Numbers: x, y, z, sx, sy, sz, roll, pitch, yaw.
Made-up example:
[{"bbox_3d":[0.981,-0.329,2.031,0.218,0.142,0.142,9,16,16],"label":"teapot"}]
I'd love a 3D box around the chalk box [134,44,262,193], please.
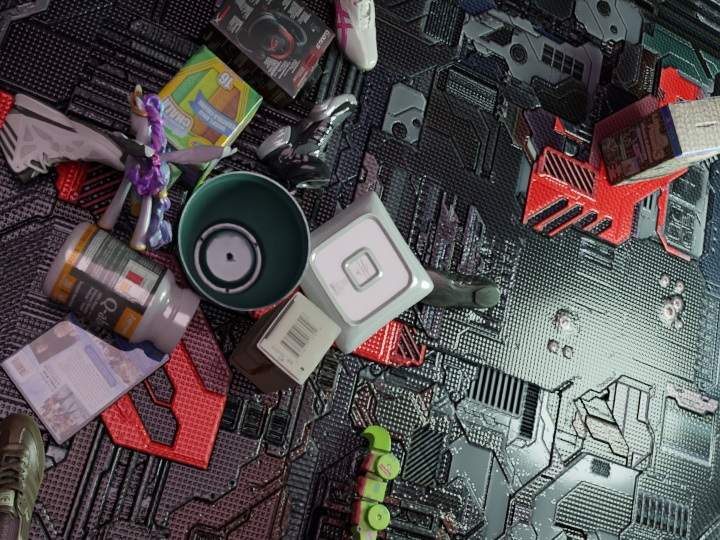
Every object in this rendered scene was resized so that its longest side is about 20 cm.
[{"bbox_3d":[-0.263,-0.213,1.173,0.124,0.123,0.202,38,68,-10],"label":"chalk box"}]

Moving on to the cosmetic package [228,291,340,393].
[{"bbox_3d":[-0.117,0.111,1.127,0.087,0.199,0.104,40,66,-8],"label":"cosmetic package"}]

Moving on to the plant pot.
[{"bbox_3d":[-0.188,-0.032,1.162,0.195,0.134,0.207,5,78,-22],"label":"plant pot"}]

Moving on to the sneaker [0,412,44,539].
[{"bbox_3d":[-0.459,0.293,1.015,0.069,0.075,0.206,4,78,-21],"label":"sneaker"}]

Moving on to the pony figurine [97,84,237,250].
[{"bbox_3d":[-0.283,-0.137,1.036,0.164,0.191,0.206,2,107,-45],"label":"pony figurine"}]

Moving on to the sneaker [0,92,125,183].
[{"bbox_3d":[-0.437,-0.165,1.119,0.196,0.076,0.118,25,81,3],"label":"sneaker"}]

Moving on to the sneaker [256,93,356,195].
[{"bbox_3d":[-0.069,-0.206,1.283,0.198,0.075,0.115,-35,94,-19],"label":"sneaker"}]

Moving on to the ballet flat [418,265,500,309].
[{"bbox_3d":[0.153,0.032,1.347,0.194,0.057,0.068,11,97,-14],"label":"ballet flat"}]

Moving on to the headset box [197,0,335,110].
[{"bbox_3d":[-0.146,-0.382,1.273,0.199,0.075,0.151,38,68,-20],"label":"headset box"}]

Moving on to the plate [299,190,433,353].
[{"bbox_3d":[0.000,0.000,1.271,0.198,0.032,0.202,-34,93,-13],"label":"plate"}]

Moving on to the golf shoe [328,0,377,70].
[{"bbox_3d":[-0.011,-0.456,1.346,0.071,0.092,0.205,-15,87,-25],"label":"golf shoe"}]

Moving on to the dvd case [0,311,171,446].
[{"bbox_3d":[-0.393,0.131,1.107,0.199,0.017,0.144,-38,96,-25],"label":"dvd case"}]

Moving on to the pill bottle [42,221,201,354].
[{"bbox_3d":[-0.333,0.029,1.080,0.197,0.116,0.118,31,69,-13],"label":"pill bottle"}]

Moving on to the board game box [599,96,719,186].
[{"bbox_3d":[0.600,-0.250,1.499,0.155,0.199,0.100,-12,83,-23],"label":"board game box"}]

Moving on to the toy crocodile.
[{"bbox_3d":[0.015,0.350,1.207,0.060,0.067,0.205,16,71,-13],"label":"toy crocodile"}]
